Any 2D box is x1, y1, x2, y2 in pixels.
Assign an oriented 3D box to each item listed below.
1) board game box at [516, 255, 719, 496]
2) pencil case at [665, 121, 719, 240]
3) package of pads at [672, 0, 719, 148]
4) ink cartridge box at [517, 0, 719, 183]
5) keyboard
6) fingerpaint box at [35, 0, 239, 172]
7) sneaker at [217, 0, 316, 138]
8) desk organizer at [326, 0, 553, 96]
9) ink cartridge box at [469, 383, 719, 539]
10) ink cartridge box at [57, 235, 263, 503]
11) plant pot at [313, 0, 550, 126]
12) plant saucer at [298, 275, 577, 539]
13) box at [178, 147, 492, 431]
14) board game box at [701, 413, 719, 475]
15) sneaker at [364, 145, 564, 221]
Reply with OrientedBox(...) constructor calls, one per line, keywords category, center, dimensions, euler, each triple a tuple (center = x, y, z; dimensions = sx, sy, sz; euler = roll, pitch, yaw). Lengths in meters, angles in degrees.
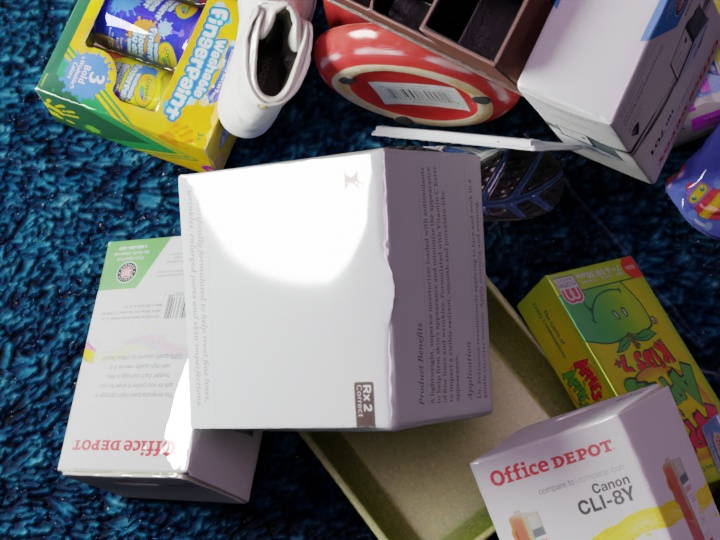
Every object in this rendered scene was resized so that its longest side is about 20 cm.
OrientedBox(category="board game box", center=(0.217, 0.090, 1.494), dimensions=(0.101, 0.048, 0.201), euler=(-12, 64, -39))
OrientedBox(category="pencil case", center=(0.327, -0.115, 1.520), dimensions=(0.078, 0.087, 0.200), euler=(42, 116, 16))
OrientedBox(category="package of pads", center=(0.290, -0.217, 1.606), dimensions=(0.154, 0.068, 0.201), euler=(-19, 71, 2))
OrientedBox(category="ink cartridge box", center=(0.206, -0.166, 1.466), dimensions=(0.086, 0.200, 0.147), euler=(24, 88, 22))
OrientedBox(category="keyboard", center=(0.092, -0.107, 1.546), dimensions=(0.200, 0.056, 0.011), euler=(11, 96, 50))
OrientedBox(category="fingerpaint box", center=(-0.163, -0.205, 1.657), dimensions=(0.166, 0.073, 0.201), euler=(20, 75, 13))
OrientedBox(category="sneaker", center=(-0.063, -0.216, 1.563), dimensions=(0.073, 0.116, 0.201), euler=(12, 77, -15))
OrientedBox(category="desk organizer", center=(0.046, -0.213, 1.433), dimensions=(0.199, 0.077, 0.072), euler=(29, 92, 22))
OrientedBox(category="ink cartridge box", center=(0.188, 0.204, 1.404), dimensions=(0.145, 0.083, 0.201), euler=(-23, 88, 37))
OrientedBox(category="ink cartridge box", center=(-0.148, 0.080, 1.524), dimensions=(0.145, 0.087, 0.201), euler=(-4, 66, 37))
OrientedBox(category="plant pot", center=(0.059, -0.229, 1.572), dimensions=(0.199, 0.200, 0.183), euler=(9, 75, 10))
OrientedBox(category="plant saucer", center=(0.067, 0.123, 1.529), dimensions=(0.200, 0.048, 0.200), euler=(-36, 71, -6))
OrientedBox(category="box", center=(-0.019, 0.017, 1.415), dimensions=(0.199, 0.130, 0.200), euler=(-4, 88, 37))
OrientedBox(category="board game box", center=(0.379, 0.162, 1.450), dimensions=(0.199, 0.037, 0.152), euler=(-13, 69, -17))
OrientedBox(category="sneaker", center=(0.063, -0.064, 1.548), dimensions=(0.199, 0.077, 0.076), euler=(0, 91, -21))
